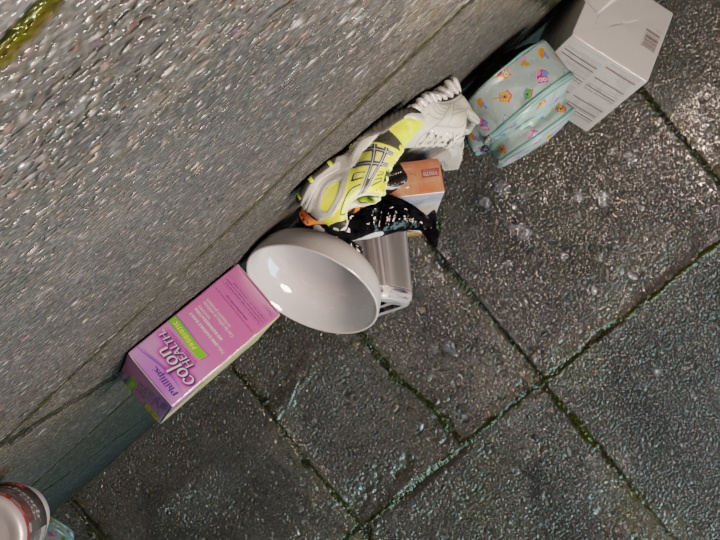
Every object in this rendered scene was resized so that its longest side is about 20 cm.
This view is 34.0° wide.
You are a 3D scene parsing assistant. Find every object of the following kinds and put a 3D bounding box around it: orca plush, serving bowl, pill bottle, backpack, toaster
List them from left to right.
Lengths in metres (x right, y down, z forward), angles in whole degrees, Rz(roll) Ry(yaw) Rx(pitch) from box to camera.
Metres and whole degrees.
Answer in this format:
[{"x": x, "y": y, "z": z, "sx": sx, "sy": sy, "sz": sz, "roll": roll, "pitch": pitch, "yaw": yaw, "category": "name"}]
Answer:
[{"x": -0.508, "y": 0.361, "z": 1.662, "sx": 0.116, "sy": 0.116, "sz": 0.200, "roll": -40, "pitch": 179, "yaw": -5, "category": "pill bottle"}, {"x": -0.905, "y": 0.791, "z": 3.361, "sx": 0.200, "sy": 0.175, "sz": 0.154, "roll": -41, "pitch": -164, "yaw": 49, "category": "backpack"}, {"x": -0.058, "y": 0.004, "z": 1.646, "sx": 0.200, "sy": 0.199, "sz": 0.066, "roll": -42, "pitch": -160, "yaw": 57, "category": "serving bowl"}, {"x": 0.000, "y": 0.000, "z": 1.765, "sx": 0.199, "sy": 0.131, "sz": 0.113, "roll": -18, "pitch": 162, "yaw": 32, "category": "toaster"}, {"x": 0.017, "y": -0.068, "z": 1.633, "sx": 0.071, "sy": 0.198, "sz": 0.106, "roll": 178, "pitch": -70, "yaw": -80, "category": "orca plush"}, {"x": 0.251, "y": -0.268, "z": 1.872, "sx": 0.175, "sy": 0.154, "sz": 0.200, "roll": -35, "pitch": 171, "yaw": -15, "category": "backpack"}]

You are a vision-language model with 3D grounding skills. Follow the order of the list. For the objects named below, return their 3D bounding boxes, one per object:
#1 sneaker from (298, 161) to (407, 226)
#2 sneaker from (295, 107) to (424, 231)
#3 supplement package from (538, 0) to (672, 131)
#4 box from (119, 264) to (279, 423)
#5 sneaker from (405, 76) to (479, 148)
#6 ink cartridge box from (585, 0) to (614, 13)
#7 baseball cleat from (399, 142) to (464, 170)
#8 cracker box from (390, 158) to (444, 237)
[{"x": -0.014, "y": -0.111, "z": 1.575, "sx": 0.090, "sy": 0.070, "sz": 0.200, "roll": -34, "pitch": 178, "yaw": 32, "category": "sneaker"}, {"x": 0.011, "y": -0.125, "z": 1.459, "sx": 0.200, "sy": 0.076, "sz": 0.075, "roll": -42, "pitch": 178, "yaw": -17, "category": "sneaker"}, {"x": 0.393, "y": -0.368, "z": 1.980, "sx": 0.153, "sy": 0.150, "sz": 0.200, "roll": -64, "pitch": -171, "yaw": -24, "category": "supplement package"}, {"x": -0.232, "y": 0.107, "z": 1.674, "sx": 0.200, "sy": 0.097, "sz": 0.176, "roll": -41, "pitch": 179, "yaw": -21, "category": "box"}, {"x": 0.100, "y": -0.198, "z": 1.589, "sx": 0.075, "sy": 0.081, "sz": 0.200, "roll": -39, "pitch": 179, "yaw": 41, "category": "sneaker"}, {"x": 0.355, "y": -0.420, "z": 1.482, "sx": 0.145, "sy": 0.084, "sz": 0.200, "roll": -42, "pitch": 179, "yaw": 39, "category": "ink cartridge box"}, {"x": 0.090, "y": -0.164, "z": 1.775, "sx": 0.200, "sy": 0.106, "sz": 0.070, "roll": -41, "pitch": -152, "yaw": 55, "category": "baseball cleat"}, {"x": 0.046, "y": -0.102, "z": 1.776, "sx": 0.132, "sy": 0.058, "sz": 0.200, "roll": -6, "pitch": 165, "yaw": -7, "category": "cracker box"}]
